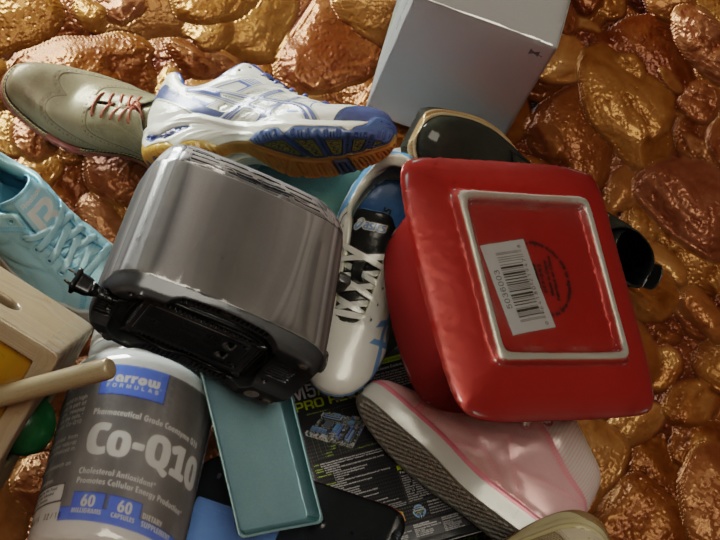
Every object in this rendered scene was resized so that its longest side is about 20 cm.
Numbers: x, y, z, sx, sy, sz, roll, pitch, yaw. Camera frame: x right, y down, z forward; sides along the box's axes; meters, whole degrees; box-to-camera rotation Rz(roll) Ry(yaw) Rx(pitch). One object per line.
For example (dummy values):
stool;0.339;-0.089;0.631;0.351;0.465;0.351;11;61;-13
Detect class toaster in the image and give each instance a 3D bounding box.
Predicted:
toaster;-0.106;-0.001;1.532;0.199;0.114;0.130;22;61;-12

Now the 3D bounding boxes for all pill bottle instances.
pill bottle;-0.171;0.131;1.583;0.113;0.114;0.201;14;60;-6

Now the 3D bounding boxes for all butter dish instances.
butter dish;0.091;0.032;1.568;0.199;0.148;0.201;2;67;-38

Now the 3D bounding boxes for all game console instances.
game console;-0.081;0.240;1.566;0.176;0.031;0.201;13;65;28

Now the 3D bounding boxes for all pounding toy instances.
pounding toy;-0.284;0.077;1.528;0.199;0.142;0.185;32;103;1

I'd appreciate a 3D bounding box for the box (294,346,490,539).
box;0.047;0.139;1.665;0.199;0.044;0.161;-14;72;-17

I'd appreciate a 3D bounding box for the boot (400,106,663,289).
boot;0.138;-0.057;1.659;0.200;0.138;0.078;30;85;-36

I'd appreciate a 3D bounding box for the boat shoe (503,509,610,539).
boat shoe;0.093;0.244;1.567;0.071;0.200;0.065;47;26;-19

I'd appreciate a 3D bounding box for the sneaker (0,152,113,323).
sneaker;-0.249;-0.030;1.647;0.199;0.082;0.074;32;69;1

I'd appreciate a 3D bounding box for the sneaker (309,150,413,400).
sneaker;0.000;0.000;1.603;0.072;0.073;0.201;12;65;13

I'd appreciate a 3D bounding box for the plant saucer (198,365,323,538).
plant saucer;-0.083;0.096;1.579;0.070;0.019;0.201;-8;74;-27

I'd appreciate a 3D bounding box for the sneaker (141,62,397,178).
sneaker;-0.069;-0.121;1.616;0.199;0.075;0.089;0;64;13

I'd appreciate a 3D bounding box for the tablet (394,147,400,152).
tablet;0.004;-0.039;1.740;0.199;0.014;0.131;-2;71;-13

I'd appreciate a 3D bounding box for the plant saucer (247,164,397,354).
plant saucer;-0.037;-0.016;1.656;0.199;0.027;0.201;4;74;-16

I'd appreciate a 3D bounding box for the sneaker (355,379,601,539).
sneaker;0.096;0.127;1.615;0.200;0.075;0.105;39;70;-4

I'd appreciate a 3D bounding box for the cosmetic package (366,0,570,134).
cosmetic package;0.100;-0.234;1.723;0.122;0.199;0.201;18;65;-4

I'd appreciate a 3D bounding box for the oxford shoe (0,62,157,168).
oxford shoe;-0.189;-0.126;1.696;0.199;0.075;0.071;19;68;-5
